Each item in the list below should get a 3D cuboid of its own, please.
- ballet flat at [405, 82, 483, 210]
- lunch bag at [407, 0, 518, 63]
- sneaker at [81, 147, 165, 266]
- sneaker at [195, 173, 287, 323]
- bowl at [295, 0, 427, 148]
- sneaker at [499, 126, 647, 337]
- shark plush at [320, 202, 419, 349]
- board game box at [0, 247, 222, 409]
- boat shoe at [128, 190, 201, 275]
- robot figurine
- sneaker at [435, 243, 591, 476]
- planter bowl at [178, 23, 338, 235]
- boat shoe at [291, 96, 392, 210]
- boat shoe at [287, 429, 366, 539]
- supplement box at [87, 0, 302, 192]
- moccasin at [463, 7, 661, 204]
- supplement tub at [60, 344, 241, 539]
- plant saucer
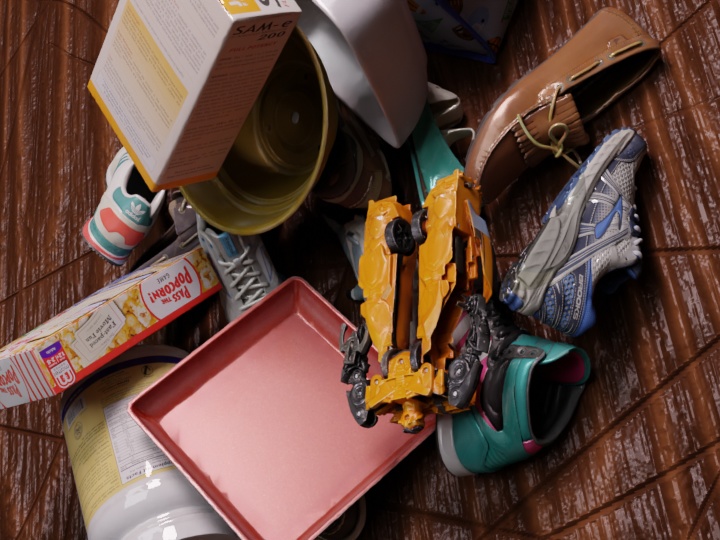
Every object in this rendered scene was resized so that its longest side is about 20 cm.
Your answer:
[{"bbox_3d":[0.069,-0.123,1.074,0.069,0.068,0.202,-17,57,1],"label":"ballet flat"},{"bbox_3d":[0.077,-0.311,1.055,0.123,0.199,0.172,18,80,40],"label":"lunch bag"},{"bbox_3d":[-0.225,-0.091,1.226,0.093,0.070,0.201,-42,21,27],"label":"sneaker"},{"bbox_3d":[-0.116,-0.007,1.098,0.074,0.087,0.202,-25,81,3],"label":"sneaker"},{"bbox_3d":[-0.020,-0.222,1.003,0.075,0.200,0.200,-43,60,-4],"label":"bowl"},{"bbox_3d":[0.185,-0.027,0.923,0.085,0.077,0.201,35,62,2],"label":"sneaker"},{"bbox_3d":[0.000,0.000,1.061,0.200,0.090,0.084,44,128,35],"label":"shark plush"},{"bbox_3d":[-0.245,0.054,1.072,0.150,0.047,0.199,-16,14,48],"label":"board game box"},{"bbox_3d":[-0.161,-0.047,1.180,0.201,0.073,0.075,-53,22,5],"label":"boat shoe"},{"bbox_3d":[0.049,0.030,0.914,0.144,0.058,0.203,-17,61,39],"label":"robot figurine"},{"bbox_3d":[0.121,0.057,0.927,0.119,0.083,0.204,-12,70,38],"label":"sneaker"},{"bbox_3d":[-0.081,-0.136,1.040,0.198,0.083,0.204,6,100,37],"label":"planter bowl"},{"bbox_3d":[-0.017,-0.117,1.122,0.076,0.073,0.201,-50,31,24],"label":"boat shoe"},{"bbox_3d":[-0.064,0.159,1.036,0.072,0.060,0.202,-46,50,9],"label":"boat shoe"},{"bbox_3d":[-0.141,-0.180,0.962,0.127,0.073,0.201,56,137,19],"label":"supplement box"},{"bbox_3d":[0.169,-0.130,0.987,0.201,0.074,0.078,-40,56,-7],"label":"moccasin"},{"bbox_3d":[-0.184,0.185,1.058,0.145,0.145,0.202,-38,52,16],"label":"supplement tub"},{"bbox_3d":[-0.062,0.127,0.991,0.199,0.037,0.200,-38,61,-23],"label":"plant saucer"}]
